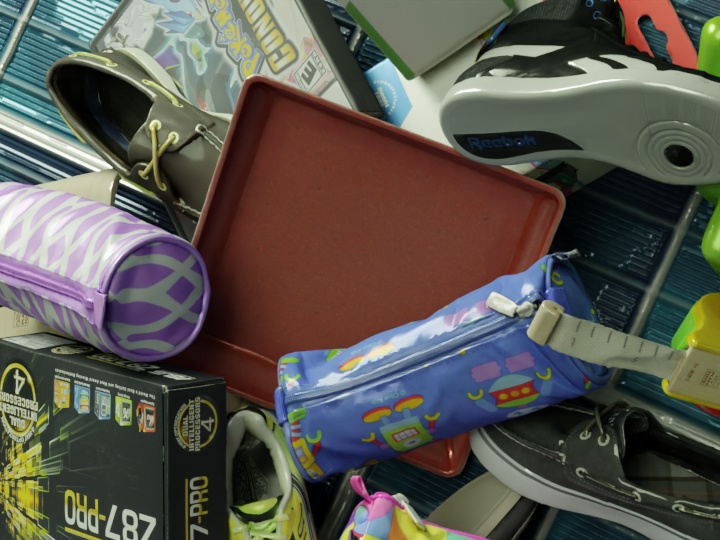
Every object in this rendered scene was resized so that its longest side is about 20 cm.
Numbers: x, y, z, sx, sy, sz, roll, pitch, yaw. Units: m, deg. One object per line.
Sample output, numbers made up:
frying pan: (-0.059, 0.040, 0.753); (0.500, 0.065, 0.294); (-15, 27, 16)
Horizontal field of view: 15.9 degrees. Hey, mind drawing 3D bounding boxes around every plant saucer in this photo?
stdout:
plant saucer: (0.000, 0.000, 1.519); (0.198, 0.037, 0.201); (21, 114, 3)

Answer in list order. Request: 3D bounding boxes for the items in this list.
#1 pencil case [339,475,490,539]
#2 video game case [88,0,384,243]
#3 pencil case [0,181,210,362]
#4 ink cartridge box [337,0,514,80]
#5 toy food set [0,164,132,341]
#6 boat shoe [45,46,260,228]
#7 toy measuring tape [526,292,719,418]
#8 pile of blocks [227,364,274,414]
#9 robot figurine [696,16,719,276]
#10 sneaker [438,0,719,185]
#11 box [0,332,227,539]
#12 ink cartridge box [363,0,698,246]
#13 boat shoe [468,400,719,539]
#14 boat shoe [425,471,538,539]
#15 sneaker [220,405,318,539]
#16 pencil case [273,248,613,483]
pencil case: (0.073, 0.190, 1.437); (0.199, 0.088, 0.089); (23, 86, -5)
video game case: (-0.084, -0.121, 1.619); (0.181, 0.025, 0.201); (-47, 60, 37)
pencil case: (-0.174, -0.002, 1.541); (0.199, 0.085, 0.085); (14, 99, 50)
ink cartridge box: (0.000, -0.235, 1.550); (0.084, 0.145, 0.201); (-34, 42, 13)
toy food set: (-0.201, 0.036, 1.664); (0.143, 0.060, 0.202); (-9, 72, 34)
boat shoe: (-0.123, -0.077, 1.600); (0.201, 0.060, 0.072); (38, 119, 39)
toy measuring tape: (0.177, 0.037, 1.436); (0.074, 0.199, 0.074); (-47, 35, 48)
pile of blocks: (-0.084, 0.151, 1.570); (0.081, 0.062, 0.201); (-6, 66, 5)
robot figurine: (0.264, -0.081, 1.446); (0.175, 0.116, 0.201); (24, 87, 21)
sneaker: (0.150, -0.112, 1.434); (0.199, 0.073, 0.112); (6, 45, 25)
box: (-0.151, 0.130, 1.520); (0.199, 0.049, 0.162); (12, 105, 51)
ink cartridge box: (0.101, -0.105, 1.551); (0.199, 0.067, 0.117); (-31, 67, 15)
boat shoe: (0.153, 0.108, 1.460); (0.199, 0.067, 0.070); (27, 44, 25)
boat shoe: (0.045, 0.202, 1.517); (0.063, 0.073, 0.200); (40, 90, -16)
sneaker: (-0.057, 0.173, 1.480); (0.075, 0.077, 0.201); (-16, 65, 0)
pencil case: (0.044, 0.057, 1.466); (0.199, 0.087, 0.079); (-21, 62, 18)
